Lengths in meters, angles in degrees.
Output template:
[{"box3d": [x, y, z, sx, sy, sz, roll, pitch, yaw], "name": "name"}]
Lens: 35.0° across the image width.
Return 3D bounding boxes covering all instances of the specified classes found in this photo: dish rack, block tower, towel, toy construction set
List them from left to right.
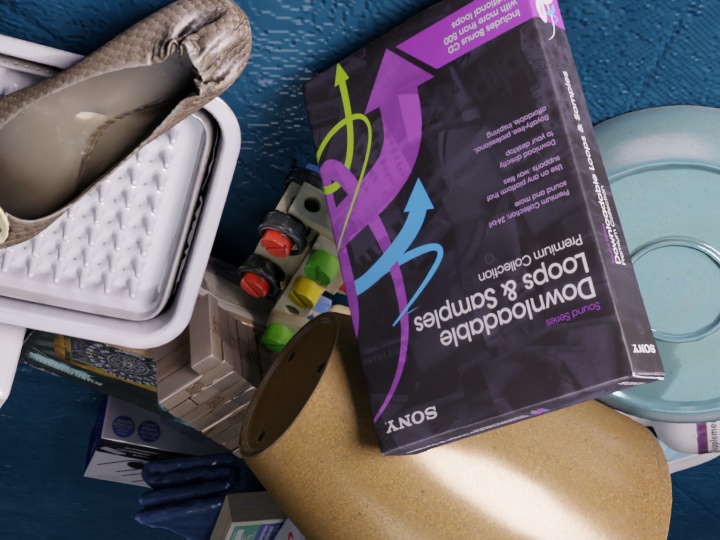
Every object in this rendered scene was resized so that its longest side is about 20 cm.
[{"box3d": [-0.177, -0.048, 0.628, 0.199, 0.044, 0.172, 13, 119, -14], "name": "dish rack"}, {"box3d": [-0.093, 0.210, 0.957, 0.111, 0.049, 0.200, -11, 147, 21], "name": "towel"}, {"box3d": [-0.055, 0.097, 0.753, 0.058, 0.054, 0.200, -32, 131, 16], "name": "block tower"}, {"box3d": [0.000, 0.000, 0.683, 0.131, 0.092, 0.200, 29, 137, -4], "name": "toy construction set"}]

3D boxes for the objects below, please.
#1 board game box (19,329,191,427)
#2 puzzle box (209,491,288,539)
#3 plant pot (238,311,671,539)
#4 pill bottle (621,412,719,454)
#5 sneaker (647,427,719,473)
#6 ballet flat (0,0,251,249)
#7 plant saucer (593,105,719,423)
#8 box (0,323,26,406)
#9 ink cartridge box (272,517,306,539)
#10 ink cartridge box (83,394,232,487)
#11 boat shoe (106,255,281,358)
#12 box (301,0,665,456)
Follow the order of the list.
[{"box3d": [-0.141, 0.070, 0.837, 0.199, 0.028, 0.135, 25, 148, -21], "name": "board game box"}, {"box3d": [-0.061, 0.234, 0.929, 0.132, 0.026, 0.200, 0, 142, -20], "name": "puzzle box"}, {"box3d": [0.038, 0.115, 0.644, 0.200, 0.187, 0.186, 34, 138, -19], "name": "plant pot"}, {"box3d": [0.246, 0.059, 0.733, 0.199, 0.113, 0.112, -6, 146, 16], "name": "pill bottle"}, {"box3d": [0.196, 0.137, 0.904, 0.082, 0.074, 0.200, 27, 130, -30], "name": "sneaker"}, {"box3d": [-0.137, -0.069, 0.568, 0.199, 0.046, 0.067, -31, 119, 11], "name": "ballet flat"}, {"box3d": [0.178, 0.007, 0.644, 0.199, 0.027, 0.201, 8, 119, 14], "name": "plant saucer"}, {"box3d": [-0.331, 0.033, 0.733, 0.199, 0.131, 0.199, 20, 144, -23], "name": "box"}, {"box3d": [-0.028, 0.280, 0.856, 0.084, 0.145, 0.200, 1, 142, -25], "name": "ink cartridge box"}, {"box3d": [-0.124, 0.156, 0.960, 0.199, 0.044, 0.094, 13, 148, -16], "name": "ink cartridge box"}, {"box3d": [-0.117, 0.017, 0.748, 0.199, 0.065, 0.072, 24, 121, -29], "name": "boat shoe"}, {"box3d": [0.049, -0.026, 0.542, 0.143, 0.201, 0.036, -25, 162, 36], "name": "box"}]
